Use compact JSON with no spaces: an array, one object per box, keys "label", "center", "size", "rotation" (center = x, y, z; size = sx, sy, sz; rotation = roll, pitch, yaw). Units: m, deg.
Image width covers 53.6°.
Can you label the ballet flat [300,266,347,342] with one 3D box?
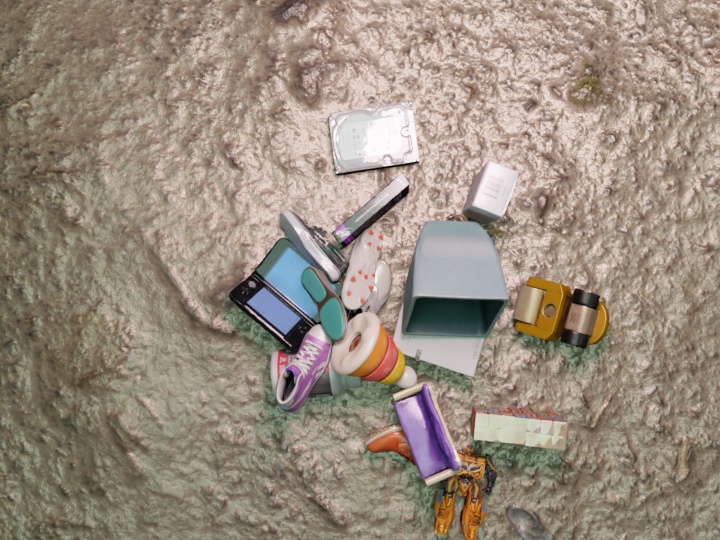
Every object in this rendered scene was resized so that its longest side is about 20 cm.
[{"label":"ballet flat","center":[-0.066,0.072,1.557],"size":[0.067,0.063,0.201],"rotation":[-44,57,19]}]

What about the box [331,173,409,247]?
[{"label":"box","center":[0.025,-0.130,1.578],"size":[0.199,0.143,0.036],"rotation":[-39,87,1]}]

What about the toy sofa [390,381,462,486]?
[{"label":"toy sofa","center":[0.138,0.348,1.522],"size":[0.081,0.098,0.203],"rotation":[-19,74,-9]}]

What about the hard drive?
[{"label":"hard drive","center":[0.030,-0.302,1.633],"size":[0.196,0.038,0.143],"rotation":[-7,89,2]}]

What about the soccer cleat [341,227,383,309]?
[{"label":"soccer cleat","center":[0.000,0.000,1.581],"size":[0.069,0.077,0.203],"rotation":[27,64,-20]}]

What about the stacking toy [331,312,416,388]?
[{"label":"stacking toy","center":[0.048,0.197,1.523],"size":[0.199,0.146,0.147],"rotation":[37,91,-24]}]

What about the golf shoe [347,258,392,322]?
[{"label":"golf shoe","center":[0.018,0.070,1.600],"size":[0.077,0.097,0.203],"rotation":[20,89,5]}]

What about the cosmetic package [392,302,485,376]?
[{"label":"cosmetic package","center":[0.173,0.154,1.598],"size":[0.196,0.081,0.115],"rotation":[16,88,4]}]

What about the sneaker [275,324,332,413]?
[{"label":"sneaker","center":[-0.116,0.197,1.490],"size":[0.071,0.115,0.203],"rotation":[19,72,12]}]

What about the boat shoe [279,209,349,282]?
[{"label":"boat shoe","center":[-0.104,-0.066,1.629],"size":[0.071,0.072,0.201],"rotation":[-40,92,-22]}]

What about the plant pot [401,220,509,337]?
[{"label":"plant pot","center":[0.188,0.009,1.503],"size":[0.192,0.197,0.203],"rotation":[1,62,-4]}]

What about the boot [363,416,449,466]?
[{"label":"boot","center":[0.108,0.397,1.589],"size":[0.196,0.075,0.109],"rotation":[-11,69,3]}]

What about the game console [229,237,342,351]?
[{"label":"game console","center":[-0.163,0.051,1.603],"size":[0.199,0.176,0.117],"rotation":[39,120,3]}]

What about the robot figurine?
[{"label":"robot figurine","center":[0.231,0.497,1.603],"size":[0.142,0.058,0.204],"rotation":[10,90,2]}]

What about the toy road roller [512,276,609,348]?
[{"label":"toy road roller","center":[0.453,0.100,1.582],"size":[0.198,0.145,0.125],"rotation":[17,91,40]}]

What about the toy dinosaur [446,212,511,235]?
[{"label":"toy dinosaur","center":[0.233,-0.080,1.621],"size":[0.197,0.058,0.102],"rotation":[-25,103,9]}]

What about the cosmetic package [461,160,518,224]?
[{"label":"cosmetic package","center":[0.276,-0.163,1.537],"size":[0.073,0.200,0.103],"rotation":[22,91,3]}]

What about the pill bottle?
[{"label":"pill bottle","center":[-0.097,0.227,1.596],"size":[0.196,0.111,0.113],"rotation":[-5,89,3]}]

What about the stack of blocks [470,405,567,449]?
[{"label":"stack of blocks","center":[0.344,0.342,1.571],"size":[0.196,0.115,0.060],"rotation":[6,90,4]}]
